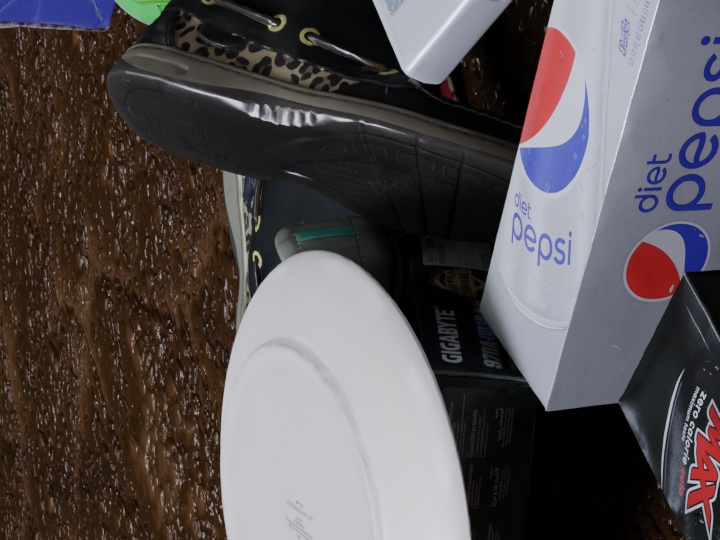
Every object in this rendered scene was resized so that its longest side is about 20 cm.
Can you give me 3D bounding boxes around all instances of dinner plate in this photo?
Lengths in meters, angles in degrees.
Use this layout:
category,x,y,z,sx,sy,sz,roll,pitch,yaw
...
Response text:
category,x,y,z,sx,sy,sz,roll,pitch,yaw
dinner plate,-0.017,0.093,0.801,0.200,0.024,0.202,24,117,59

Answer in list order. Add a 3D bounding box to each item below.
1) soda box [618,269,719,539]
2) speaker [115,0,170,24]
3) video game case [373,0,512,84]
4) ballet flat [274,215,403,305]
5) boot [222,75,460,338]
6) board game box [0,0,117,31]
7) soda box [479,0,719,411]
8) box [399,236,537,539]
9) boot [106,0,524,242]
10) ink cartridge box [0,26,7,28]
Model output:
category,x,y,z,sx,sy,sz,roll,pitch,yaw
soda box,0.150,0.091,0.603,0.064,0.070,0.201,110,148,-43
speaker,-0.077,-0.170,1.087,0.200,0.088,0.089,-165,72,-66
video game case,0.044,-0.204,0.794,0.182,0.023,0.201,-48,47,33
ballet flat,-0.027,0.064,0.907,0.068,0.063,0.201,-116,29,-53
boot,-0.002,-0.001,0.953,0.154,0.073,0.205,-34,66,60
board game box,-0.225,-0.266,1.289,0.200,0.096,0.160,40,117,35
soda box,0.099,-0.051,0.704,0.064,0.068,0.201,-122,34,-48
box,0.035,0.105,0.846,0.159,0.046,0.201,-93,6,-71
boot,0.011,-0.100,0.860,0.073,0.199,0.151,78,-149,-55
ink cartridge box,-0.241,-0.284,1.459,0.144,0.083,0.202,163,103,-66
